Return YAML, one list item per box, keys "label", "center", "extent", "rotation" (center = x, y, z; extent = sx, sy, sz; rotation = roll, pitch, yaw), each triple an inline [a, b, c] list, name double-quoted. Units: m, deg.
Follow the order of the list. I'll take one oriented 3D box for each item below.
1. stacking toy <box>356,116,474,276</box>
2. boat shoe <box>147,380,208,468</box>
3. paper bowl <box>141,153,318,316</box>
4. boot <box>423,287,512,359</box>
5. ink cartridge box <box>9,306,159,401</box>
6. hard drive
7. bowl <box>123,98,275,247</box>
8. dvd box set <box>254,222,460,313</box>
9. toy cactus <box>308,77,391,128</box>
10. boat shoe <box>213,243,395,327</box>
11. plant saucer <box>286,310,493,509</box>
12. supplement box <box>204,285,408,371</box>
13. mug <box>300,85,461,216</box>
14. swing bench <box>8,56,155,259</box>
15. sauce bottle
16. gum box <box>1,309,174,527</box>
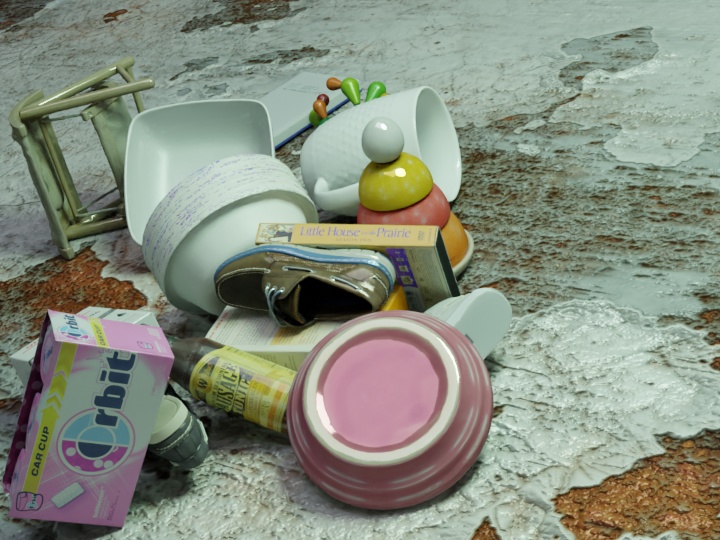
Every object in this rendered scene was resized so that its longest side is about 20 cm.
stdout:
- label: "stacking toy"
  center: [0.045, -0.086, 1.565]
  extent: [0.145, 0.201, 0.146]
  rotation: [-10, 30, 6]
- label: "boat shoe"
  center: [-0.203, 0.159, 1.408]
  extent: [0.073, 0.063, 0.200]
  rotation: [-42, 17, -11]
- label: "paper bowl"
  center: [-0.140, -0.026, 1.564]
  extent: [0.200, 0.201, 0.105]
  rotation: [-25, 59, -18]
- label: "boot"
  center: [0.067, 0.098, 1.394]
  extent: [0.200, 0.074, 0.095]
  rotation: [-42, 11, -23]
- label: "ink cartridge box"
  center: [-0.304, 0.097, 1.502]
  extent: [0.116, 0.068, 0.199]
  rotation: [-34, 19, -31]
- label: "hard drive"
  center: [-0.110, -0.245, 2.086]
  extent: [0.131, 0.026, 0.200]
  rotation: [14, 40, 41]
- label: "bowl"
  center: [-0.203, -0.115, 1.782]
  extent: [0.198, 0.075, 0.201]
  rotation: [-5, 72, 5]
- label: "dvd box set"
  center: [0.000, 0.000, 1.481]
  extent: [0.199, 0.147, 0.030]
  rotation: [1, 58, 17]
- label: "toy cactus"
  center: [-0.008, -0.193, 1.910]
  extent: [0.199, 0.102, 0.166]
  rotation: [10, 57, 33]
- label: "boat shoe"
  center: [-0.067, 0.018, 1.419]
  extent: [0.199, 0.073, 0.073]
  rotation: [-5, 33, 19]
- label: "plant saucer"
  center: [0.024, 0.121, 1.286]
  extent: [0.199, 0.051, 0.202]
  rotation: [-6, 59, 10]
- label: "supplement box"
  center: [-0.057, 0.079, 1.459]
  extent: [0.199, 0.074, 0.126]
  rotation: [-1, 32, 24]
- label: "mug"
  center: [0.012, -0.129, 1.704]
  extent: [0.174, 0.148, 0.200]
  rotation: [-11, 22, 25]
- label: "swing bench"
  center: [-0.361, -0.156, 1.873]
  extent: [0.199, 0.200, 0.130]
  rotation: [-22, 30, -15]
- label: "sauce bottle"
  center: [-0.142, 0.108, 1.393]
  extent: [0.199, 0.066, 0.066]
  rotation: [18, 38, 12]
- label: "gum box"
  center: [-0.262, 0.147, 1.299]
  extent: [0.113, 0.201, 0.066]
  rotation: [10, 20, -25]
